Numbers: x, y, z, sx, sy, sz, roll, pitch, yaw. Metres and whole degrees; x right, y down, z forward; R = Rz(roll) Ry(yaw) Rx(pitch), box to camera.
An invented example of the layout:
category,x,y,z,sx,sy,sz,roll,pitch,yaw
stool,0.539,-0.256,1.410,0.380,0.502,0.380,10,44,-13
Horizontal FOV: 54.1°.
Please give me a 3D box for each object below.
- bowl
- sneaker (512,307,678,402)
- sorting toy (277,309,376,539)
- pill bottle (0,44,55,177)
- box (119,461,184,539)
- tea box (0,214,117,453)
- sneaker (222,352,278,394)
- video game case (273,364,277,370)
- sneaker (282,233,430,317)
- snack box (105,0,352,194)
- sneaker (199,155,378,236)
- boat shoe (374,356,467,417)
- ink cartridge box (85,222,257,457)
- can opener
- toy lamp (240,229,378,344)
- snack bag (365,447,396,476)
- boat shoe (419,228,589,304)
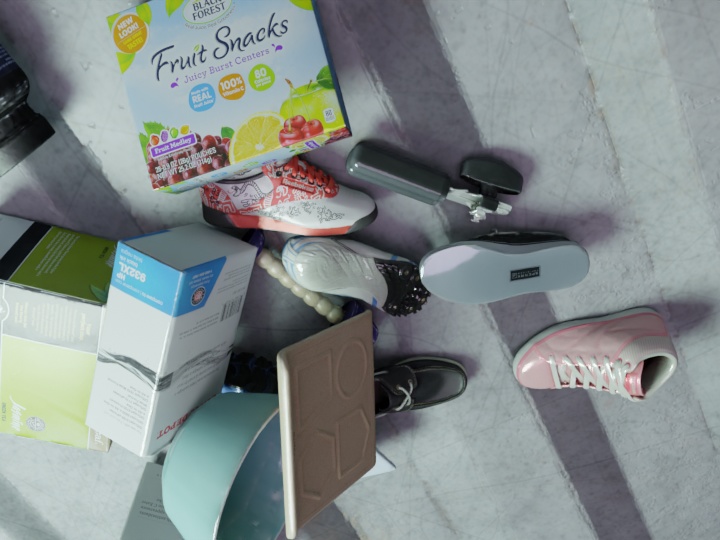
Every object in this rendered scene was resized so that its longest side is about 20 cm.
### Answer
category,x,y,z,sx,sy,sz,roll,pitch,yaw
bowl,-0.139,0.214,0.763,0.103,0.200,0.206,20,120,20
sneaker,0.288,0.115,0.861,0.195,0.106,0.077,-18,120,9
sorting toy,-0.036,0.154,0.758,0.036,0.199,0.191,4,102,26
pill bottle,-0.395,-0.190,0.678,0.110,0.113,0.202,-29,115,14
box,-0.238,0.401,0.972,0.194,0.132,0.203,19,122,-11
tea box,-0.353,0.072,0.804,0.191,0.135,0.204,14,117,-8
sneaker,-0.179,0.152,0.886,0.194,0.076,0.080,6,119,9
video game case,-0.128,0.208,0.947,0.196,0.018,0.145,-27,115,13
sneaker,0.000,0.000,0.813,0.196,0.073,0.073,18,108,-32
snack box,-0.123,-0.185,0.678,0.195,0.068,0.173,-15,90,6
sneaker,-0.077,-0.102,0.757,0.195,0.068,0.111,2,121,0
boat shoe,0.044,0.156,0.891,0.194,0.068,0.074,-5,107,-6
ink cartridge box,-0.196,0.066,0.741,0.082,0.145,0.205,21,107,15
can opener,0.081,-0.103,0.778,0.195,0.053,0.068,14,83,-10
toy lamp,-0.060,0.026,0.832,0.199,0.059,0.058,40,111,-20
snack bag,-0.078,0.221,0.894,0.185,0.022,0.201,-19,132,25
boat shoe,0.159,-0.014,0.810,0.193,0.068,0.076,-9,114,-4
